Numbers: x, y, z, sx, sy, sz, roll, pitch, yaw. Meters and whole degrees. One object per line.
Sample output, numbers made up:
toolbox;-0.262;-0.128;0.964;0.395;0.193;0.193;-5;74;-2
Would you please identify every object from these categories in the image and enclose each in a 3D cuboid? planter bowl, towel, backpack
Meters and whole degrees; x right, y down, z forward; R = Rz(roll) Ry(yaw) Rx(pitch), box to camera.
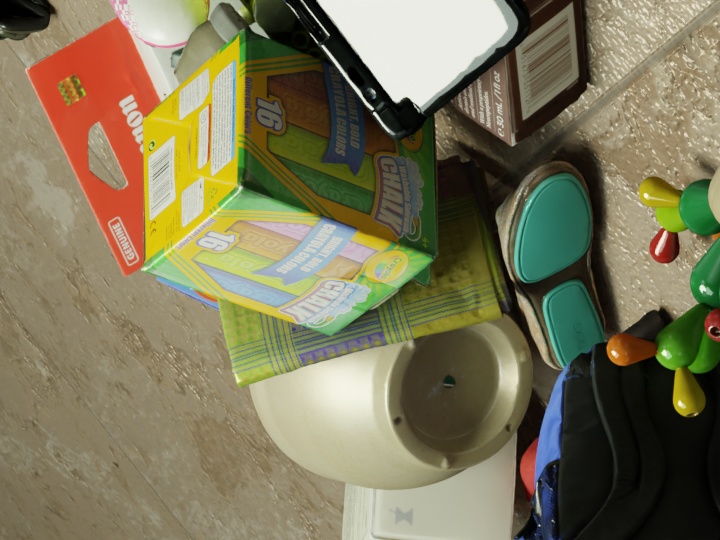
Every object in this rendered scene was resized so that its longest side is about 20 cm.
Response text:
planter bowl;0.038;0.068;1.849;0.135;0.200;0.201;23;144;58
towel;0.000;0.000;1.791;0.023;0.199;0.144;71;-176;-51
backpack;0.173;0.151;1.607;0.162;0.201;0.168;9;142;-8

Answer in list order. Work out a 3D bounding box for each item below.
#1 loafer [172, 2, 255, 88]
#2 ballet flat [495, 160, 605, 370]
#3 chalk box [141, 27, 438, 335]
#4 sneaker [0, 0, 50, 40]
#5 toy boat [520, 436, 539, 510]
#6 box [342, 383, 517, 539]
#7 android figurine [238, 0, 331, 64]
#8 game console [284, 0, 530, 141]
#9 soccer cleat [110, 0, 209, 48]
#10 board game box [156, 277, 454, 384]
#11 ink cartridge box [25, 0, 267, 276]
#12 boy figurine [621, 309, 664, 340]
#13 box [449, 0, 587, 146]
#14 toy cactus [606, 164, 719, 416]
loafer;-0.094;-0.130;1.806;0.075;0.070;0.200;50;178;11
ballet flat;0.121;-0.012;1.776;0.067;0.068;0.201;54;163;41
chalk box;-0.027;-0.048;1.709;0.199;0.125;0.124;18;143;-31
sneaker;-0.329;-0.219;2.286;0.114;0.076;0.200;53;152;14
toy boat;0.159;0.224;1.956;0.130;0.131;0.201;31;149;40
box;0.051;0.178;2.039;0.108;0.129;0.200;6;159;-6
android figurine;-0.049;-0.163;1.814;0.182;0.041;0.200;51;180;-14
game console;0.006;-0.191;1.603;0.200;0.116;0.176;53;-173;0
soccer cleat;-0.155;-0.241;1.853;0.087;0.070;0.201;75;178;-48
board game box;-0.038;0.041;2.039;0.200;0.045;0.152;26;178;-41
ink cartridge box;-0.131;-0.109;1.952;0.044;0.173;0.201;35;153;53
boy figurine;0.243;0.112;1.728;0.200;0.064;0.125;40;154;24
box;0.047;-0.176;1.661;0.200;0.075;0.100;38;154;33
toy cactus;0.208;-0.016;1.548;0.102;0.200;0.166;13;119;-5
